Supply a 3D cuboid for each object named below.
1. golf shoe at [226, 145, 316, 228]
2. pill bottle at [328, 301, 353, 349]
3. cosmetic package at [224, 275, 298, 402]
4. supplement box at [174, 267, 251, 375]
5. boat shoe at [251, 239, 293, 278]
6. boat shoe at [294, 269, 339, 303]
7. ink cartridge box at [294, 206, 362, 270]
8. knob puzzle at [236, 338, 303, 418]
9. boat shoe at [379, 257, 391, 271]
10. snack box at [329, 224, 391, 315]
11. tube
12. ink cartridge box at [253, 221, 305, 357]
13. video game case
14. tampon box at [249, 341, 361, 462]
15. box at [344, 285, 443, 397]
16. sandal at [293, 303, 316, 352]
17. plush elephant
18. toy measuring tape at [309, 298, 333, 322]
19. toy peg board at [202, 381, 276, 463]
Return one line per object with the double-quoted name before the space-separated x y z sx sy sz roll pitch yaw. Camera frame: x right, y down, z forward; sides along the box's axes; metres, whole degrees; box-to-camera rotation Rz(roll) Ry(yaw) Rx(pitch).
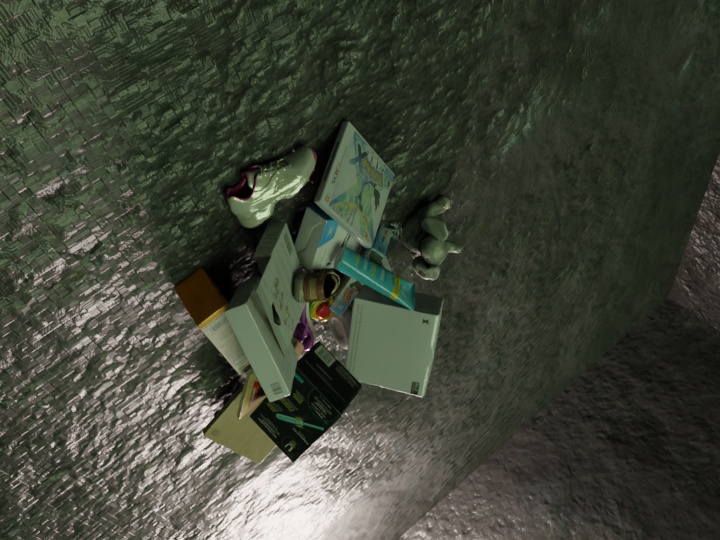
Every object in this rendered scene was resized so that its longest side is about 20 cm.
"golf shoe" -0.167 -0.171 1.072 0.200 0.075 0.092 -45 139 -4
"pill bottle" 0.022 0.116 1.478 0.197 0.111 0.113 -23 137 -28
"cosmetic package" -0.190 0.130 1.120 0.051 0.151 0.204 -20 107 9
"supplement box" -0.284 0.107 1.165 0.073 0.126 0.202 -37 142 -13
"boat shoe" -0.194 0.019 1.218 0.067 0.073 0.204 4 106 -52
"boat shoe" -0.078 0.034 1.207 0.200 0.070 0.078 -31 120 -74
"ink cartridge box" -0.048 -0.073 1.243 0.198 0.066 0.118 -8 124 -53
"knob puzzle" -0.205 0.224 1.302 0.220 0.030 0.221 -47 162 -20
"boat shoe" 0.042 0.040 1.398 0.065 0.070 0.205 -20 105 -23
"snack box" 0.000 0.000 1.321 0.037 0.117 0.201 31 122 -7
"tube" 0.036 0.016 1.217 0.197 0.079 0.050 28 138 -19
"ink cartridge box" -0.163 0.038 1.113 0.203 0.042 0.176 76 24 -44
"video game case" -0.006 -0.174 1.183 0.199 0.022 0.186 39 64 -49
"tampon box" -0.123 0.296 1.285 0.200 0.150 0.126 -48 175 29
"box" 0.078 0.155 1.317 0.131 0.195 0.204 -47 147 -71
"sandal" -0.155 0.126 1.341 0.050 0.080 0.206 -68 159 -48
"plush elephant" 0.179 -0.074 1.419 0.197 0.155 0.168 -12 131 -37
"toy measuring tape" -0.106 0.055 1.338 0.073 0.074 0.203 -31 138 -18
"toy peg board" -0.272 0.351 1.442 0.201 0.098 0.199 -48 127 0
